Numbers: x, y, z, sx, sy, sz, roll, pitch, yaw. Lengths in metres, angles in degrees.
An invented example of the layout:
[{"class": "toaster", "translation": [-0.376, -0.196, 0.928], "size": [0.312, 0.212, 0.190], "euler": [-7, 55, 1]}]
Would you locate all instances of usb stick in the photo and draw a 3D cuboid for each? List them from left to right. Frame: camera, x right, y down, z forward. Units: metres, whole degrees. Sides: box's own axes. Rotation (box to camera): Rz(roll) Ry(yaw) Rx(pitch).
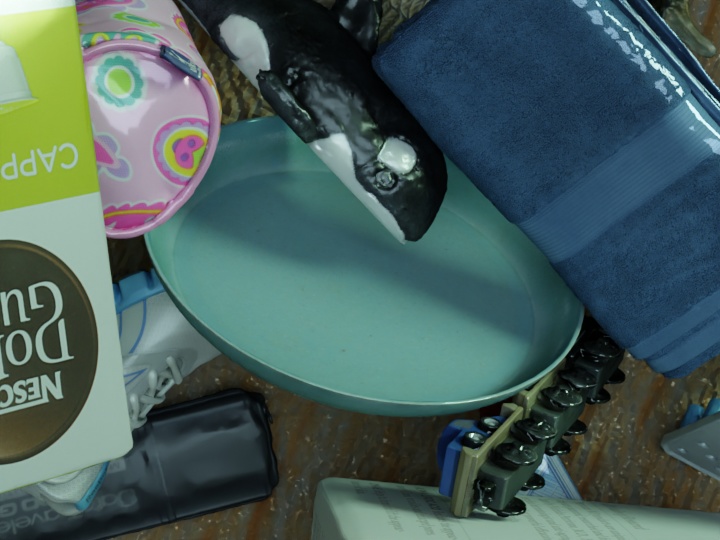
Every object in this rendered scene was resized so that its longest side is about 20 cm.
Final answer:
[{"class": "usb stick", "translation": [-0.135, 0.102, 1.039], "size": [0.199, 0.033, 0.056], "euler": [-14, 101, -5]}]

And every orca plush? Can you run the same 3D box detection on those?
[{"class": "orca plush", "translation": [-0.020, -0.106, 0.993], "size": [0.071, 0.105, 0.200], "euler": [-43, 62, 3]}]

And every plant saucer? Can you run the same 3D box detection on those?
[{"class": "plant saucer", "translation": [0.000, 0.000, 0.984], "size": [0.199, 0.201, 0.028], "euler": [11, 127, -6]}]

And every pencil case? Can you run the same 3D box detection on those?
[{"class": "pencil case", "translation": [-0.112, -0.084, 0.947], "size": [0.087, 0.200, 0.088], "euler": [-4, 110, -10]}]

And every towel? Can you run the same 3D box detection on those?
[{"class": "towel", "translation": [0.104, -0.051, 0.944], "size": [0.111, 0.049, 0.200], "euler": [-36, 105, 32]}]

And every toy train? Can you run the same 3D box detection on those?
[{"class": "toy train", "translation": [0.076, 0.059, 0.985], "size": [0.046, 0.200, 0.034], "euler": [17, 112, 16]}]

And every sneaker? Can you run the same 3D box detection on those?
[{"class": "sneaker", "translation": [-0.120, 0.062, 1.002], "size": [0.199, 0.075, 0.087], "euler": [-23, 67, -3]}]

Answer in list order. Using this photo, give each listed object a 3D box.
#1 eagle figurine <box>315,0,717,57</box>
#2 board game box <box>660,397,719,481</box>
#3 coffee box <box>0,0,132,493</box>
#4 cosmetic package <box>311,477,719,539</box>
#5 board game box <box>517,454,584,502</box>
[{"class": "eagle figurine", "translation": [0.060, -0.151, 1.002], "size": [0.199, 0.151, 0.153], "euler": [13, 102, -17]}, {"class": "board game box", "translation": [0.259, 0.096, 1.001], "size": [0.199, 0.200, 0.026], "euler": [28, 70, -7]}, {"class": "coffee box", "translation": [-0.227, -0.012, 0.828], "size": [0.199, 0.199, 0.199], "euler": [-13, 101, -38]}, {"class": "cosmetic package", "translation": [0.076, 0.186, 0.937], "size": [0.199, 0.165, 0.166], "euler": [6, 93, -6]}, {"class": "board game box", "translation": [0.078, 0.175, 1.050], "size": [0.199, 0.062, 0.201], "euler": [25, 91, -7]}]
